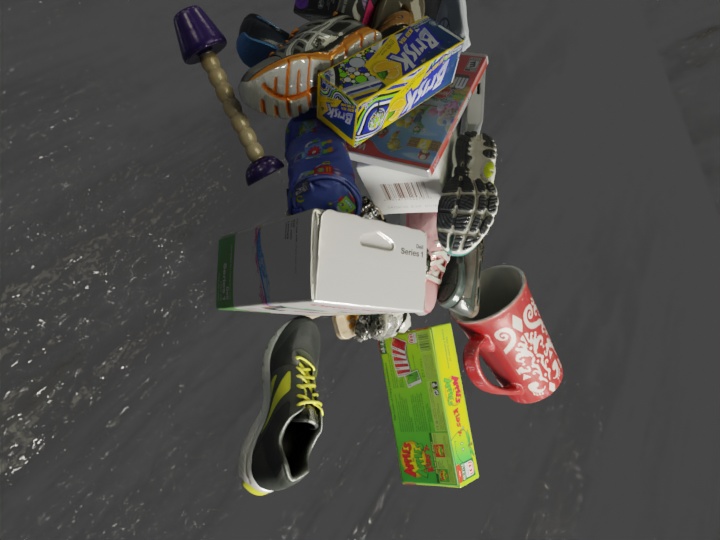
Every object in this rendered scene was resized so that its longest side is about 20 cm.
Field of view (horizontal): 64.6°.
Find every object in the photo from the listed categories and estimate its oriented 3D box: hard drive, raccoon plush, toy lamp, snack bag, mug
[{"bbox_3d":[0.176,-0.232,0.943,0.201,0.026,0.135,88,8,-67],"label":"hard drive"},{"bbox_3d":[0.000,0.000,0.755,0.199,0.097,0.134,39,65,6],"label":"raccoon plush"},{"bbox_3d":[-0.155,-0.204,0.667,0.058,0.058,0.203,-39,108,-44],"label":"toy lamp"},{"bbox_3d":[0.120,-0.418,0.925,0.021,0.188,0.205,-3,83,-18],"label":"snack bag"},{"bbox_3d":[0.233,0.125,0.943,0.177,0.133,0.202,-40,115,-11],"label":"mug"}]

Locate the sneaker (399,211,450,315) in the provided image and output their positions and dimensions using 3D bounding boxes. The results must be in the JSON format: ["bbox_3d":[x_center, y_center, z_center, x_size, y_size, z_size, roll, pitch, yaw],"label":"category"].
[{"bbox_3d":[0.116,-0.039,0.860,0.075,0.103,0.205,22,63,-53],"label":"sneaker"}]

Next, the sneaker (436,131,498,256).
[{"bbox_3d":[0.151,-0.098,0.781,0.080,0.076,0.203,83,22,-55],"label":"sneaker"}]

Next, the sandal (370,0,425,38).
[{"bbox_3d":[0.040,-0.309,0.763,0.082,0.054,0.202,49,64,-33],"label":"sandal"}]

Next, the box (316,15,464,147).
[{"bbox_3d":[0.039,-0.236,0.699,0.070,0.065,0.199,40,59,19],"label":"box"}]

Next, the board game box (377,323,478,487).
[{"bbox_3d":[0.090,0.182,0.775,0.047,0.100,0.205,-3,81,-45],"label":"board game box"}]

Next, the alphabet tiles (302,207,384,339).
[{"bbox_3d":[-0.023,-0.015,0.778,0.194,0.014,0.204,-18,92,-45],"label":"alphabet tiles"}]

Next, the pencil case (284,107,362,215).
[{"bbox_3d":[-0.052,-0.120,0.678,0.202,0.085,0.079,-103,175,-52],"label":"pencil case"}]

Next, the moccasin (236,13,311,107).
[{"bbox_3d":[-0.069,-0.278,0.760,0.198,0.080,0.070,24,54,-42],"label":"moccasin"}]

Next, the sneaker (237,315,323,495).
[{"bbox_3d":[-0.068,0.146,0.634,0.074,0.084,0.204,31,58,-36],"label":"sneaker"}]

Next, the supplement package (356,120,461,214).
[{"bbox_3d":[0.079,-0.199,0.839,0.118,0.114,0.204,55,41,-54],"label":"supplement package"}]

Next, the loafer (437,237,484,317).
[{"bbox_3d":[0.168,-0.011,0.921,0.062,0.072,0.203,33,49,-18],"label":"loafer"}]

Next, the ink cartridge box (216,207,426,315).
[{"bbox_3d":[-0.046,0.002,0.602,0.143,0.198,0.086,8,81,-38],"label":"ink cartridge box"}]

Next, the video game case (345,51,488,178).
[{"bbox_3d":[0.072,-0.223,0.773,0.203,0.141,0.018,-62,151,-18],"label":"video game case"}]

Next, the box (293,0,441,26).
[{"bbox_3d":[0.018,-0.402,0.835,0.197,0.105,0.125,2,109,-46],"label":"box"}]

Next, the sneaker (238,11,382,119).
[{"bbox_3d":[-0.066,-0.249,0.680,0.198,0.079,0.077,-34,69,-29],"label":"sneaker"}]
